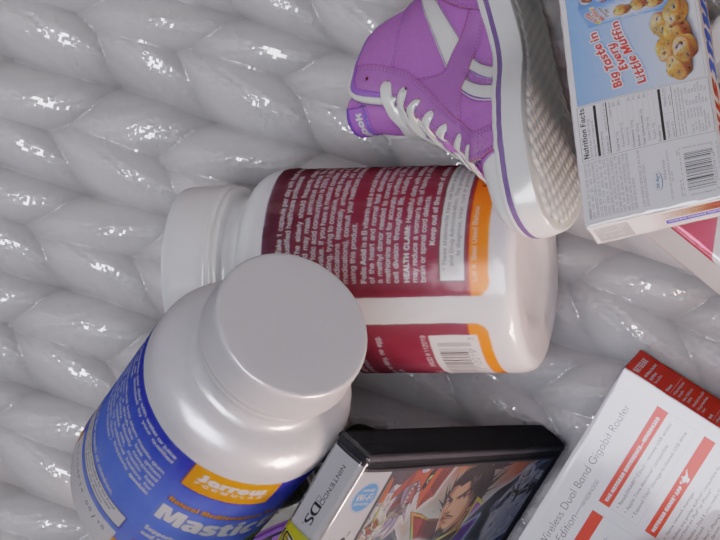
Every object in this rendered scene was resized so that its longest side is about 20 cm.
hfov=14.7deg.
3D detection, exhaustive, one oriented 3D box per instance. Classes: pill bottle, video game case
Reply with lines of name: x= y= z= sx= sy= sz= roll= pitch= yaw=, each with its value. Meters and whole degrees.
pill bottle: x=-0.071 y=0.075 z=1.454 sx=0.112 sy=0.112 sz=0.200 roll=45 pitch=143 yaw=5
pill bottle: x=0.000 y=0.000 z=1.523 sx=0.199 sy=0.114 sz=0.115 roll=-1 pitch=100 yaw=17
video game case: x=0.010 y=0.163 z=1.509 sx=0.025 sy=0.200 sz=0.181 roll=40 pitch=110 yaw=29

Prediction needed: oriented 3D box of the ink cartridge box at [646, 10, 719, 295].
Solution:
ink cartridge box: x=0.233 y=-0.080 z=1.415 sx=0.146 sy=0.083 sz=0.200 roll=39 pitch=86 yaw=7

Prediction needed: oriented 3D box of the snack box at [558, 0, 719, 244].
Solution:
snack box: x=0.138 y=-0.113 z=1.380 sx=0.072 sy=0.024 sz=0.201 roll=-13 pitch=62 yaw=18

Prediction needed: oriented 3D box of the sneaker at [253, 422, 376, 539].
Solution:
sneaker: x=-0.064 y=0.154 z=1.599 sx=0.200 sy=0.081 sz=0.084 roll=-29 pitch=124 yaw=7

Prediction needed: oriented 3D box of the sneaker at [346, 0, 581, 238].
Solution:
sneaker: x=0.051 y=-0.074 z=1.467 sx=0.114 sy=0.201 sz=0.073 roll=-25 pitch=129 yaw=16

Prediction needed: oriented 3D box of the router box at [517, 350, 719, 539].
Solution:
router box: x=0.176 y=0.176 z=1.537 sx=0.179 sy=0.049 sz=0.200 roll=33 pitch=108 yaw=9
